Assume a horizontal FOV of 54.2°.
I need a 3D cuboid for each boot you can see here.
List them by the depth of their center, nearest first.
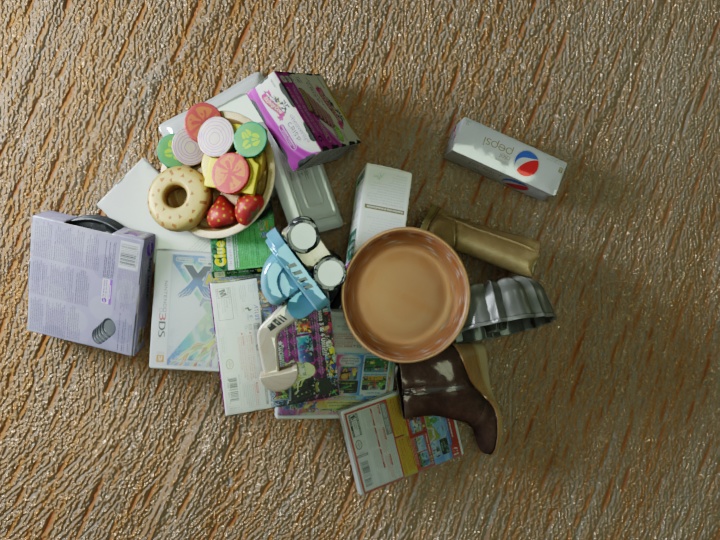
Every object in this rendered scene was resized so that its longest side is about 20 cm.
[{"bbox_3d":[0.189,-0.034,1.148,0.198,0.176,0.067,21,128,7],"label":"boot"},{"bbox_3d":[0.144,0.225,1.173,0.164,0.072,0.203,-12,93,-18],"label":"boot"}]

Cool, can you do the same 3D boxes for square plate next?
[{"bbox_3d":[-0.206,-0.204,1.180,0.199,0.028,0.200,-30,93,-7],"label":"square plate"}]

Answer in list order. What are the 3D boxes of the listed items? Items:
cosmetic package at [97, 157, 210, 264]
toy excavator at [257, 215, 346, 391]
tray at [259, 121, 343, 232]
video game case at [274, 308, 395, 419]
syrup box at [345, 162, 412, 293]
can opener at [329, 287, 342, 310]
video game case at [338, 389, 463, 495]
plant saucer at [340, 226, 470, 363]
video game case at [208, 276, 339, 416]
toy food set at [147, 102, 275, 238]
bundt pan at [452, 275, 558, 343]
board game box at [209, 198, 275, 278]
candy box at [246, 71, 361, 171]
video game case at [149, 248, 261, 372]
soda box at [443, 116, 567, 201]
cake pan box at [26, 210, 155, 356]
[{"bbox_3d":[-0.309,-0.068,1.134,0.108,0.085,0.200,-43,93,-5],"label":"cosmetic package"},{"bbox_3d":[-0.104,0.046,1.020,0.199,0.100,0.195,-36,100,0],"label":"toy excavator"},{"bbox_3d":[-0.097,-0.160,1.165,0.107,0.022,0.202,-18,87,-36],"label":"tray"},{"bbox_3d":[-0.035,0.154,1.154,0.197,0.024,0.185,3,102,-19],"label":"video game case"},{"bbox_3d":[0.025,-0.058,1.129,0.080,0.079,0.203,11,77,-9],"label":"syrup box"},{"bbox_3d":[0.000,0.000,1.182,0.078,0.063,0.201,35,85,-4],"label":"can opener"},{"bbox_3d":[0.071,0.272,1.180,0.198,0.017,0.145,-15,93,-20],"label":"video game case"},{"bbox_3d":[0.066,0.037,1.060,0.197,0.037,0.203,0,89,-10],"label":"plant saucer"},{"bbox_3d":[-0.130,0.106,1.072,0.179,0.036,0.203,-8,95,-15],"label":"video game case"},{"bbox_3d":[-0.221,-0.149,1.057,0.197,0.049,0.201,10,88,16],"label":"toy food set"},{"bbox_3d":[0.214,0.063,1.149,0.199,0.202,0.077,-9,76,-7],"label":"bundt pan"},{"bbox_3d":[-0.187,-0.083,1.106,0.103,0.024,0.202,-4,59,-10],"label":"board game box"},{"bbox_3d":[-0.082,-0.238,1.110,0.061,0.200,0.137,-30,94,21],"label":"candy box"},{"bbox_3d":[-0.222,0.065,1.092,0.197,0.022,0.185,4,92,-5],"label":"video game case"},{"bbox_3d":[0.248,-0.190,1.216,0.198,0.068,0.064,22,86,-6],"label":"soda box"},{"bbox_3d":[-0.419,0.016,1.090,0.182,0.052,0.203,11,106,3],"label":"cake pan box"}]
